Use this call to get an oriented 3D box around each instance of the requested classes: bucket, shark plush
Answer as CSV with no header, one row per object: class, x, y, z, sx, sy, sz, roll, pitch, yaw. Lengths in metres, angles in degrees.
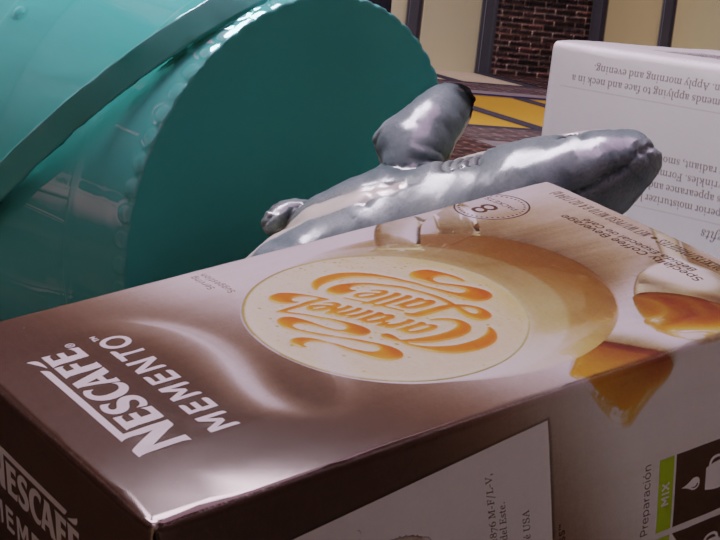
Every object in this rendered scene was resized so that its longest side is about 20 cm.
bucket,-0.070,-0.038,0.675,0.135,0.208,0.207,21,17,38
shark plush,-0.004,-0.006,0.547,0.199,0.091,0.083,-13,9,-19

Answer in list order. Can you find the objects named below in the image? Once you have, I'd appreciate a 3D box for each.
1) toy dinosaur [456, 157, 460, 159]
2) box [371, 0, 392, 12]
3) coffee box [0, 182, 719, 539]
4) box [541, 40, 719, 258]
toy dinosaur,-0.001,-0.032,0.952,0.102,0.077,0.200,-19,-17,39
box,-0.057,-0.332,2.202,0.123,0.199,0.200,0,12,-29
coffee box,0.008,0.047,0.440,0.200,0.080,0.114,-16,27,-32
box,0.242,-0.060,1.015,0.199,0.131,0.200,16,14,42
